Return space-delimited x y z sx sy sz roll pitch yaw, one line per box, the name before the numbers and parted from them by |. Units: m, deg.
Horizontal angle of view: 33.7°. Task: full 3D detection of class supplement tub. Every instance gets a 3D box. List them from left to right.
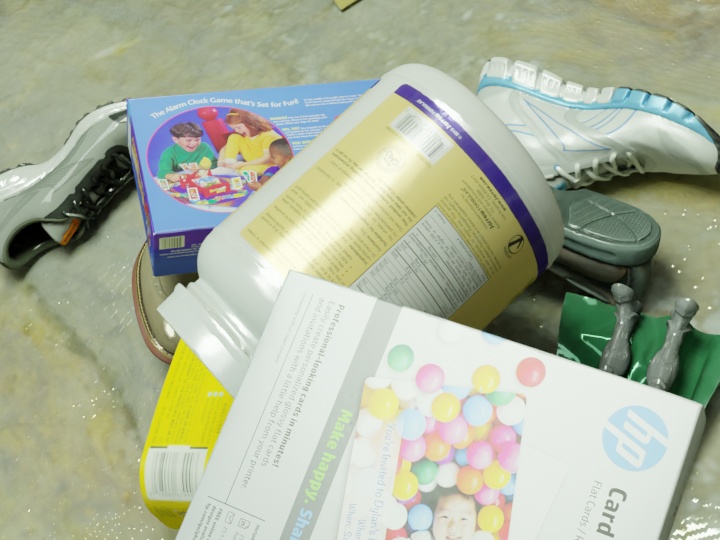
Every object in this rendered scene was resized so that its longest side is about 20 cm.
supplement tub | 0.000 0.000 0.665 0.200 0.146 0.145 -42 50 -8

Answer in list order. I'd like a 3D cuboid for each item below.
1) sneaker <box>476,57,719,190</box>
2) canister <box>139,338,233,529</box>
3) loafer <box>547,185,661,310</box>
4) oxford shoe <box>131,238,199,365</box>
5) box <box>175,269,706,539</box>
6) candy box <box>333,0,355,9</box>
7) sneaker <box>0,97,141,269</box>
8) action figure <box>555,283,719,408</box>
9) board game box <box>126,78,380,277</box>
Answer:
sneaker | 0.156 -0.082 0.826 0.198 0.075 0.088 19 79 37
canister | -0.031 0.099 0.763 0.197 0.087 0.150 -3 54 25
loafer | 0.104 -0.031 0.796 0.199 0.064 0.072 27 43 33
oxford shoe | -0.123 -0.025 0.889 0.075 0.070 0.202 -46 35 45
box | 0.029 0.103 0.516 0.198 0.041 0.158 18 77 22
candy box | -0.016 -0.337 1.091 0.115 0.055 0.201 -31 49 1
sneaker | -0.231 -0.070 0.998 0.199 0.074 0.080 -33 58 8
action figure | 0.147 0.107 0.697 0.117 0.055 0.202 10 66 27
board game box | -0.062 -0.072 0.865 0.197 0.045 0.136 -7 51 -15
